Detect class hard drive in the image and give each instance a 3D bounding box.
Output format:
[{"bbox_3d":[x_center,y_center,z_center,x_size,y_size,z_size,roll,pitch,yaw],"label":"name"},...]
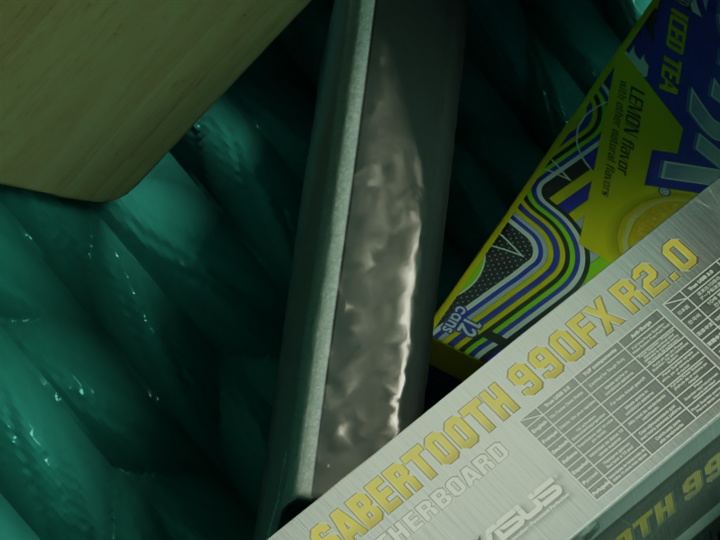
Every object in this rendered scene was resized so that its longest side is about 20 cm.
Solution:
[{"bbox_3d":[0.000,0.000,0.772,0.033,0.140,0.200,9,62,-4],"label":"hard drive"}]

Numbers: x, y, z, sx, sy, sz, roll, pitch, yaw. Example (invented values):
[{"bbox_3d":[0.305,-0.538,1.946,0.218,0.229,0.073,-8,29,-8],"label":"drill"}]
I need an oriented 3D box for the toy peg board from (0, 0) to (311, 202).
[{"bbox_3d":[-0.096,-0.126,0.707,0.199,0.200,0.098,10,49,-40],"label":"toy peg board"}]

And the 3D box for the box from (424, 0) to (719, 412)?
[{"bbox_3d":[0.084,-0.010,0.829,0.070,0.064,0.200,26,48,11],"label":"box"}]

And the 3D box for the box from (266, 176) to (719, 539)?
[{"bbox_3d":[0.047,0.079,0.696,0.200,0.158,0.048,-39,60,-12],"label":"box"}]
